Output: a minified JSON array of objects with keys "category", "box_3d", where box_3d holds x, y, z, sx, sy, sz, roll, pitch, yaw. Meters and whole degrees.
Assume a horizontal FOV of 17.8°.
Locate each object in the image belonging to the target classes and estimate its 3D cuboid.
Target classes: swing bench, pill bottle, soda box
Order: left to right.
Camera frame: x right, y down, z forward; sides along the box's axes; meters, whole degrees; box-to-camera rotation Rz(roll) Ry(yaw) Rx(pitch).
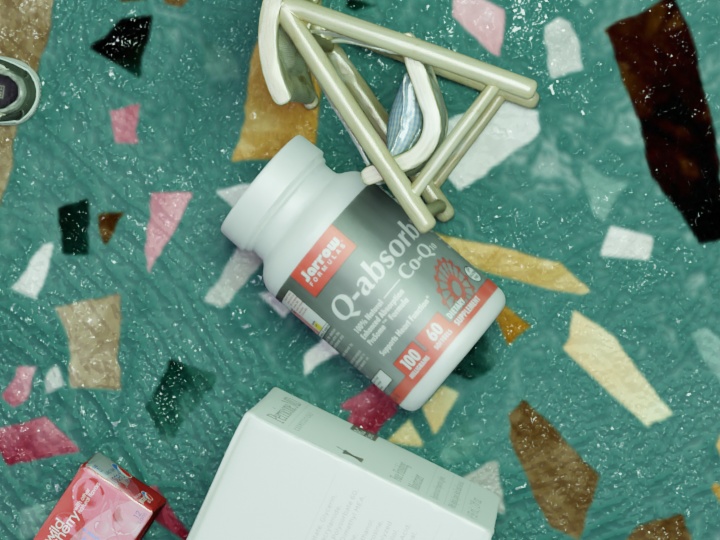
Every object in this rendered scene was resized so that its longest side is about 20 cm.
[{"category":"soda box","box_3d":[-0.234,0.243,1.778,0.070,0.063,0.201,34,96,3]},{"category":"pill bottle","box_3d":[0.000,0.000,1.715,0.200,0.116,0.116,40,96,2]},{"category":"swing bench","box_3d":[0.015,-0.140,1.664,0.200,0.199,0.130,38,96,3]}]

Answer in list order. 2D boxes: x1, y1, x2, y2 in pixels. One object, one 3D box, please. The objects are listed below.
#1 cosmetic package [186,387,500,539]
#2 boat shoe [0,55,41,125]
[{"category":"cosmetic package","box_3d":[-0.021,0.208,1.703,0.199,0.165,0.166,26,95,3]},{"category":"boat shoe","box_3d":[-0.347,-0.148,1.768,0.199,0.064,0.071,4,93,6]}]
